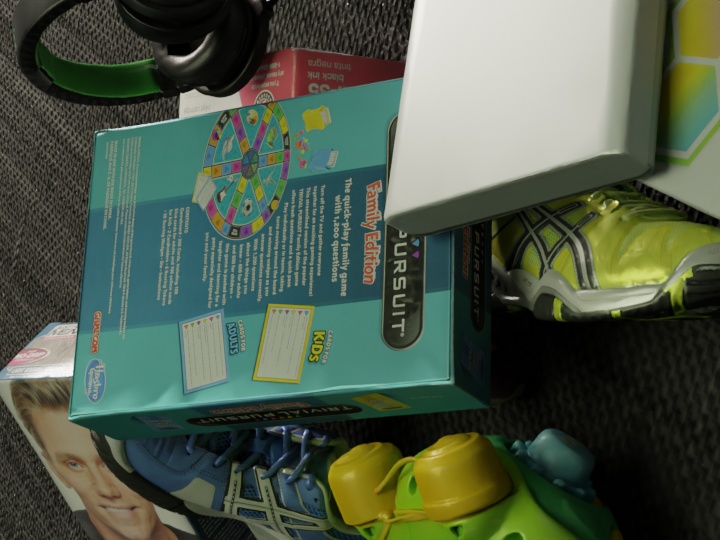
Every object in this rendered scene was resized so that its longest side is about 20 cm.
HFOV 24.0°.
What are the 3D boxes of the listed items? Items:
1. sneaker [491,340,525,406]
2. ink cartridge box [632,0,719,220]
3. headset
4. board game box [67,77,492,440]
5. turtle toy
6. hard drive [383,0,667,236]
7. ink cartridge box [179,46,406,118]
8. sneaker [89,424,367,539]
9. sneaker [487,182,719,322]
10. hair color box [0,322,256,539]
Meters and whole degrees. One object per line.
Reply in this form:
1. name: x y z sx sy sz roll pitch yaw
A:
1. sneaker: 0.000 0.000 0.861 0.200 0.075 0.090 24 97 12
2. ink cartridge box: 0.151 -0.074 0.678 0.200 0.059 0.104 35 102 54
3. headset: -0.091 -0.154 0.914 0.200 0.124 0.094 -17 67 9
4. board game box: -0.037 -0.004 0.803 0.200 0.047 0.151 -7 69 25
5. turtle toy: 0.058 0.135 0.793 0.200 0.101 0.146 -14 99 59
6. hard drive: 0.075 -0.121 0.725 0.132 0.026 0.200 -15 59 45
7. ink cartridge box: -0.043 -0.020 0.987 0.146 0.083 0.200 0 87 57
8. sneaker: -0.054 0.099 0.909 0.077 0.200 0.076 -30 43 42
9. sneaker: 0.102 -0.015 0.762 0.200 0.075 0.077 4 91 57
10. hair color box: -0.123 0.125 1.004 0.100 0.061 0.200 -5 121 39
